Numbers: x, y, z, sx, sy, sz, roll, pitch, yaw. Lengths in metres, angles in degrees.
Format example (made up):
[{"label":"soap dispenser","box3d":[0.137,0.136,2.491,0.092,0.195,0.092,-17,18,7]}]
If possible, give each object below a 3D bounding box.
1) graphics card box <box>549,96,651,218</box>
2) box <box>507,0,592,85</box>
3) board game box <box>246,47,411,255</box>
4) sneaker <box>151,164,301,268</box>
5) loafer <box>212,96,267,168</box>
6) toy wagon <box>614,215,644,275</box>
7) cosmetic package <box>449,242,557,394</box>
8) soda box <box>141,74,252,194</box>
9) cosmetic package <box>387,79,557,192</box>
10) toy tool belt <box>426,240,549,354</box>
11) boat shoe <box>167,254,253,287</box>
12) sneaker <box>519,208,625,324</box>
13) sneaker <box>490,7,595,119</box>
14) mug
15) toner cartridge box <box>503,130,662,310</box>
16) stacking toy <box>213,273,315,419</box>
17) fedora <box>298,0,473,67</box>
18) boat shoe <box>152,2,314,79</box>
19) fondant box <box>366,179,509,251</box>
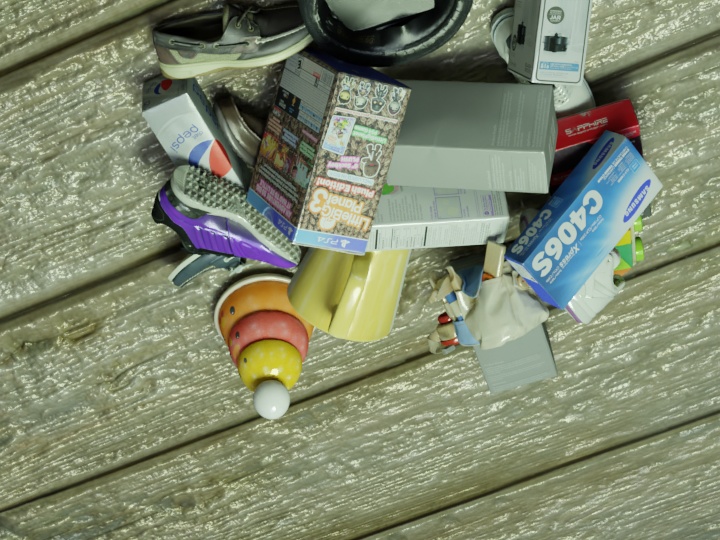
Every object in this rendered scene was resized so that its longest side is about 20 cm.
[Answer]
[{"label":"graphics card box","box3d":[0.300,-0.125,1.743,0.124,0.051,0.201,-17,145,5]},{"label":"box","box3d":[0.215,-0.314,1.515,0.059,0.117,0.202,2,104,-9]},{"label":"board game box","box3d":[-0.041,-0.142,1.586,0.096,0.159,0.202,9,106,-28]},{"label":"sneaker","box3d":[-0.169,-0.050,1.678,0.199,0.070,0.099,30,127,-25]},{"label":"loafer","box3d":[-0.104,-0.156,1.687,0.071,0.073,0.200,-41,129,12]},{"label":"toy wagon","box3d":[0.289,-0.044,1.772,0.153,0.040,0.201,-11,145,6]},{"label":"cosmetic package","box3d":[0.200,0.068,1.896,0.106,0.091,0.201,-14,128,8]},{"label":"soda box","box3d":[-0.195,-0.149,1.675,0.063,0.069,0.201,-21,129,10]},{"label":"cosmetic package","box3d":[0.128,-0.160,1.623,0.198,0.108,0.090,4,148,16]},{"label":"toy tool belt","box3d":[0.145,0.028,1.738,0.124,0.199,0.124,-26,97,-29]},{"label":"boat shoe","box3d":[-0.163,-0.031,1.771,0.199,0.075,0.062,-36,102,11]},{"label":"sneaker","box3d":[0.267,-0.022,1.721,0.099,0.075,0.200,-36,129,6]},{"label":"sneaker","box3d":[0.224,-0.230,1.659,0.073,0.071,0.200,-36,127,21]},{"label":"mug","box3d":[0.005,-0.002,1.759,0.148,0.187,0.154,4,122,-32]},{"label":"toner cartridge box","box3d":[0.269,-0.061,1.642,0.200,0.043,0.095,-51,124,-6]},{"label":"stacking toy","box3d":[-0.121,0.115,1.816,0.144,0.201,0.147,-4,130,-5]},{"label":"fedora","box3d":[0.027,-0.328,1.538,0.198,0.092,0.202,-4,130,-4]},{"label":"boat shoe","box3d":[-0.145,-0.274,1.574,0.198,0.074,0.065,-15,135,5]},{"label":"fondant box","box3d":[0.075,-0.103,1.694,0.198,0.145,0.058,-3,148,-5]}]
